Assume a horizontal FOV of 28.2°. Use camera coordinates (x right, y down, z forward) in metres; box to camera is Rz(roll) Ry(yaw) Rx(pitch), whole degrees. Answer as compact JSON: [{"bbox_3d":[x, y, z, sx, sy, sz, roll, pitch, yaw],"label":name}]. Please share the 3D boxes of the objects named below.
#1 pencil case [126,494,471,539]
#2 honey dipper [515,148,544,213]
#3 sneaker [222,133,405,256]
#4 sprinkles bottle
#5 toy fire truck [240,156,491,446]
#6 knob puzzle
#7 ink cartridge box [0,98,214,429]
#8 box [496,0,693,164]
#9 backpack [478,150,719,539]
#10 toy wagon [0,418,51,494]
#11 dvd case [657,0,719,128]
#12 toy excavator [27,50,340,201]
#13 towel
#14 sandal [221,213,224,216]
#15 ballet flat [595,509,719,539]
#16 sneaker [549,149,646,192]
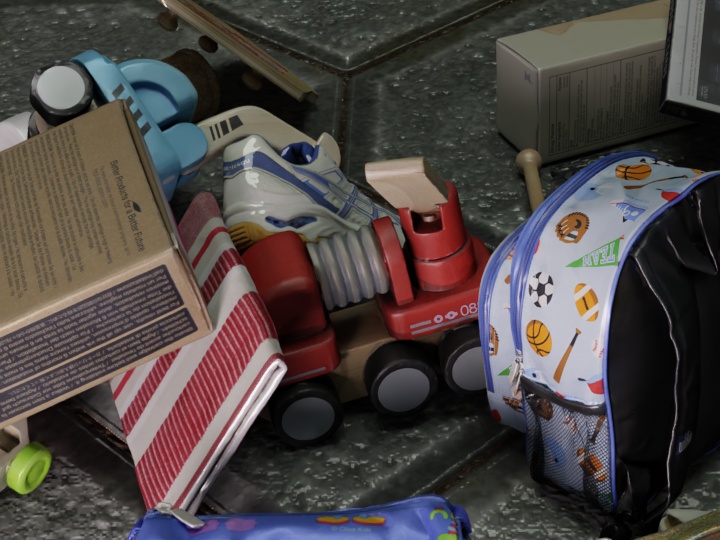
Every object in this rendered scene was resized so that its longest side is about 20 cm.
[{"bbox_3d":[-0.033,0.164,0.767,0.199,0.087,0.078,-2,8,1],"label":"pencil case"},{"bbox_3d":[0.138,-0.046,1.116,0.038,0.038,0.200,-3,32,2],"label":"honey dipper"},{"bbox_3d":[-0.021,-0.048,1.018,0.075,0.089,0.200,-16,-14,31],"label":"sneaker"},{"bbox_3d":[-0.217,-0.131,1.251,0.200,0.069,0.068,-29,41,-34],"label":"sprinkles bottle"},{"bbox_3d":[0.000,0.000,0.894,0.175,0.201,0.129,-16,34,-4],"label":"toy fire truck"},{"bbox_3d":[-0.126,-0.206,1.311,0.219,0.031,0.220,34,8,-5],"label":"knob puzzle"},{"bbox_3d":[-0.196,-0.007,0.913,0.164,0.075,0.200,-23,37,-4],"label":"ink cartridge box"},{"bbox_3d":[0.221,-0.167,1.241,0.199,0.095,0.078,-14,34,-18],"label":"box"},{"bbox_3d":[0.164,0.026,0.861,0.154,0.191,0.200,22,42,34],"label":"backpack"},{"bbox_3d":[-0.271,0.099,0.908,0.155,0.040,0.200,28,42,17],"label":"toy wagon"},{"bbox_3d":[0.350,-0.172,1.190,0.199,0.025,0.151,14,63,-3],"label":"dvd case"},{"bbox_3d":[-0.140,-0.108,1.148,0.200,0.100,0.195,-32,81,-22],"label":"toy excavator"},{"bbox_3d":[-0.106,0.056,0.902,0.023,0.144,0.200,21,21,-30],"label":"towel"},{"bbox_3d":[-0.078,-0.010,1.052,0.200,0.076,0.048,-23,55,-27],"label":"sandal"},{"bbox_3d":[0.159,0.162,0.769,0.199,0.071,0.071,-15,35,-14],"label":"ballet flat"},{"bbox_3d":[0.181,-0.039,1.071,0.076,0.091,0.200,-11,9,18],"label":"sneaker"}]
